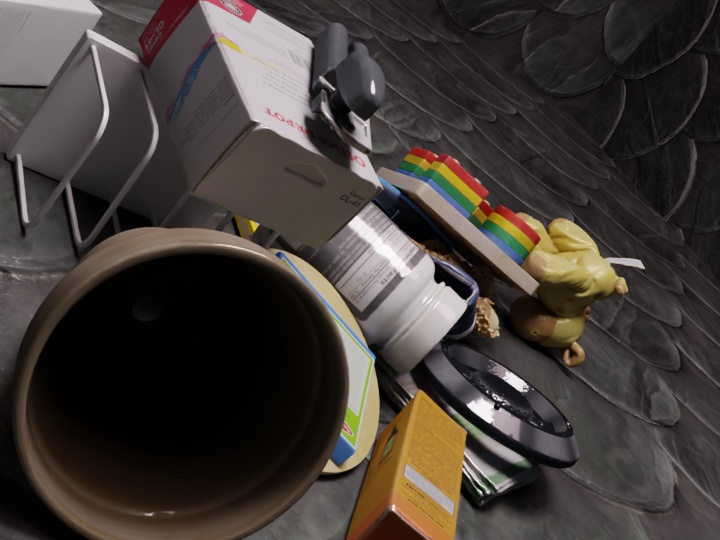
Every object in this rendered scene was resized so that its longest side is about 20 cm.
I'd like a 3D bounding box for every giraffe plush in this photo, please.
[{"bbox_3d":[0.272,0.036,1.434,0.199,0.163,0.173,17,31,-3],"label":"giraffe plush"}]

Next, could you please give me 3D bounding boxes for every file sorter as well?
[{"bbox_3d":[-0.178,-0.080,0.885,0.199,0.139,0.125,24,29,-37],"label":"file sorter"}]

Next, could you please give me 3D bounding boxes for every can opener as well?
[{"bbox_3d":[-0.003,-0.160,0.839,0.053,0.067,0.200,38,25,-23],"label":"can opener"}]

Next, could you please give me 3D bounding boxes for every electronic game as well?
[{"bbox_3d":[0.142,0.137,1.067,0.199,0.042,0.200,31,13,-8],"label":"electronic game"}]

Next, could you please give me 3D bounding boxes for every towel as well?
[{"bbox_3d":[0.090,0.149,1.055,0.200,0.031,0.149,47,19,22],"label":"towel"}]

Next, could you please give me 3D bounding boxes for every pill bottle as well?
[{"bbox_3d":[0.000,0.000,0.999,0.200,0.113,0.113,44,20,1],"label":"pill bottle"}]

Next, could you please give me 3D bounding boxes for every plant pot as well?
[{"bbox_3d":[-0.126,0.053,0.670,0.199,0.201,0.174,30,6,-26],"label":"plant pot"}]

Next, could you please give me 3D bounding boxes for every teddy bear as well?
[{"bbox_3d":[0.090,0.020,1.241,0.199,0.067,0.146,7,61,-40],"label":"teddy bear"}]

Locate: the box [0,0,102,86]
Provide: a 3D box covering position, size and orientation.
[{"bbox_3d":[-0.363,-0.250,0.960,0.124,0.098,0.200,44,21,11],"label":"box"}]

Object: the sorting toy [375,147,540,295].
[{"bbox_3d":[0.132,-0.072,1.304,0.199,0.070,0.200,40,-1,-18],"label":"sorting toy"}]

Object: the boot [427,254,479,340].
[{"bbox_3d":[0.039,-0.002,1.106,0.199,0.073,0.090,26,-25,12],"label":"boot"}]

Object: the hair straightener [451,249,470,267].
[{"bbox_3d":[0.132,0.014,1.392,0.077,0.041,0.200,36,16,-13],"label":"hair straightener"}]

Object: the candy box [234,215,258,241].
[{"bbox_3d":[-0.078,-0.014,1.082,0.102,0.026,0.200,29,24,-36],"label":"candy box"}]

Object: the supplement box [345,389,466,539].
[{"bbox_3d":[0.041,0.179,0.843,0.069,0.067,0.200,38,21,-7],"label":"supplement box"}]

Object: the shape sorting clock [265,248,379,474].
[{"bbox_3d":[-0.051,0.075,0.869,0.200,0.039,0.201,42,32,-34],"label":"shape sorting clock"}]

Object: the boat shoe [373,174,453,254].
[{"bbox_3d":[0.044,-0.056,1.283,0.200,0.069,0.084,40,-1,-33],"label":"boat shoe"}]

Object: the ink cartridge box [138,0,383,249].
[{"bbox_3d":[-0.086,-0.132,0.845,0.147,0.086,0.201,23,34,-43],"label":"ink cartridge box"}]
